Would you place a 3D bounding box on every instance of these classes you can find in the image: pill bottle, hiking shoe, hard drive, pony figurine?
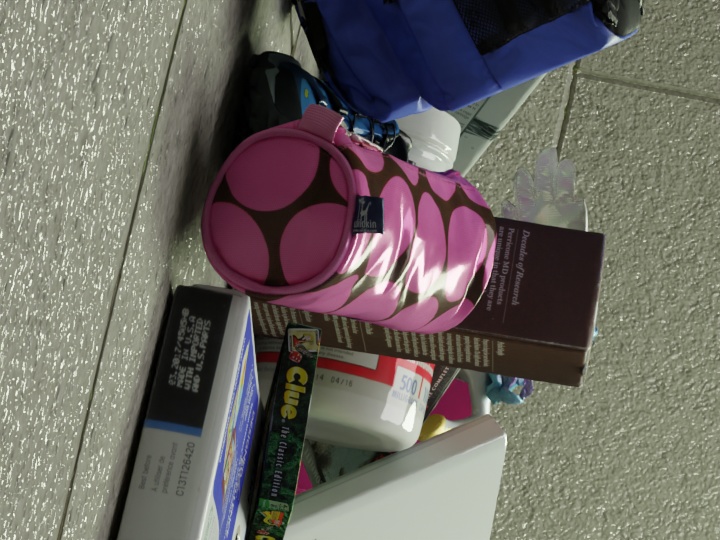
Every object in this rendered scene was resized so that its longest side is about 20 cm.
[{"bbox_3d":[0.000,0.000,1.706,0.112,0.112,0.201,81,20,-77],"label":"pill bottle"},{"bbox_3d":[-0.017,-0.072,1.470,0.200,0.086,0.075,-44,145,-82],"label":"hiking shoe"},{"bbox_3d":[-0.005,0.172,1.739,0.026,0.200,0.132,49,-32,34],"label":"hard drive"},{"bbox_3d":[0.072,0.020,1.931,0.200,0.166,0.194,-25,114,-32],"label":"pony figurine"}]

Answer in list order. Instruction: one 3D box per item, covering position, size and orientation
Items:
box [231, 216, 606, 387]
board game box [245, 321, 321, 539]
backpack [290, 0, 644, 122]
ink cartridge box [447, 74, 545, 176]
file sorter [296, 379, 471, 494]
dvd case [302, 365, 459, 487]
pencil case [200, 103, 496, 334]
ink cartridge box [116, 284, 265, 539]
[{"bbox_3d":[0.034,0.008,1.584,0.100,0.199,0.075,83,19,-76],"label":"box"},{"bbox_3d":[-0.048,0.112,1.564,0.200,0.023,0.105,107,-10,-68],"label":"board game box"},{"bbox_3d":[0.036,-0.183,1.418,0.163,0.167,0.201,-52,119,-83],"label":"backpack"},{"bbox_3d":[0.059,-0.139,1.849,0.200,0.083,0.147,-51,-165,39],"label":"ink cartridge box"},{"bbox_3d":[0.010,0.133,2.015,0.126,0.139,0.200,102,3,-46],"label":"file sorter"},{"bbox_3d":[0.017,0.043,1.786,0.200,0.022,0.146,-58,-148,24],"label":"dvd case"},{"bbox_3d":[0.003,-0.021,1.386,0.200,0.091,0.094,16,90,-69],"label":"pencil case"},{"bbox_3d":[-0.086,0.131,1.390,0.200,0.047,0.198,94,6,-70],"label":"ink cartridge box"}]
